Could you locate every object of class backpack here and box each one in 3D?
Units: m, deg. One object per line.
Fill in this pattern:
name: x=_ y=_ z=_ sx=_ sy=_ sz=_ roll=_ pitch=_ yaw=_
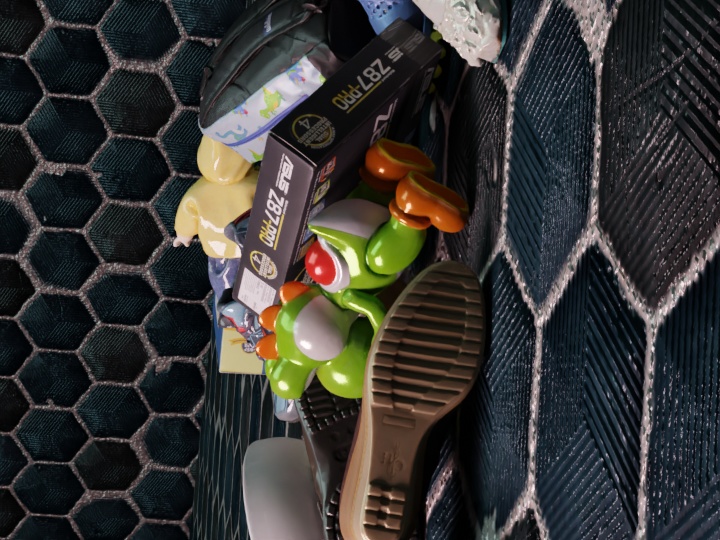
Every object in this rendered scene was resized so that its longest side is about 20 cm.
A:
backpack: x=-0.060 y=-0.174 z=1.228 sx=0.198 sy=0.153 sz=0.165 roll=-25 pitch=47 yaw=29

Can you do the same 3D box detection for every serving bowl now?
serving bowl: x=-0.029 y=0.227 z=1.170 sx=0.200 sy=0.065 sz=0.203 roll=-21 pitch=-89 yaw=-81

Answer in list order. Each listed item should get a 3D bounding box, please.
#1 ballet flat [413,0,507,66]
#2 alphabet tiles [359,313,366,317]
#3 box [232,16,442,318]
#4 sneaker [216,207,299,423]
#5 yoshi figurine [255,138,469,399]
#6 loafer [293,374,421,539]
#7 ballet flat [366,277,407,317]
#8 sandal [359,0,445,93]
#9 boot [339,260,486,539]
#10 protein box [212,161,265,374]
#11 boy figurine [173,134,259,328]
ballet flat: x=0.057 y=-0.216 z=0.991 sx=0.072 sy=0.071 sz=0.202 roll=105 pitch=165 yaw=-47
alphabet tiles: x=-0.010 y=0.100 z=1.172 sx=0.196 sy=0.014 sz=0.202 roll=112 pitch=137 yaw=-60
box: x=-0.021 y=-0.070 z=1.068 sx=0.161 sy=0.049 sz=0.201 roll=-47 pitch=-15 yaw=-36
sneaker: x=-0.087 y=0.041 z=1.290 sx=0.079 sy=0.094 sz=0.203 roll=13 pitch=108 yaw=64
yoshi figurine: x=0.007 y=0.015 z=1.041 sx=0.201 sy=0.111 sz=0.112 roll=-57 pitch=-9 yaw=19
loafer: x=0.000 y=0.166 z=1.099 sx=0.071 sy=0.072 sz=0.203 roll=84 pitch=172 yaw=-73
ballet flat: x=0.000 y=0.000 z=1.216 sx=0.068 sy=0.063 sz=0.200 roll=-41 pitch=18 yaw=-2
sandal: x=0.027 y=-0.222 z=1.108 sx=0.079 sy=0.086 sz=0.203 roll=-136 pitch=49 yaw=-75
boot: x=0.029 y=0.095 z=0.983 sx=0.166 sy=0.071 sz=0.203 roll=113 pitch=175 yaw=-85
protein box: x=-0.079 y=-0.014 z=1.494 sx=0.200 sy=0.133 sz=0.202 roll=-118 pitch=33 yaw=-73
boy figurine: x=-0.121 y=-0.048 z=1.341 sx=0.064 sy=0.122 sz=0.203 roll=-51 pitch=-48 yaw=-70
